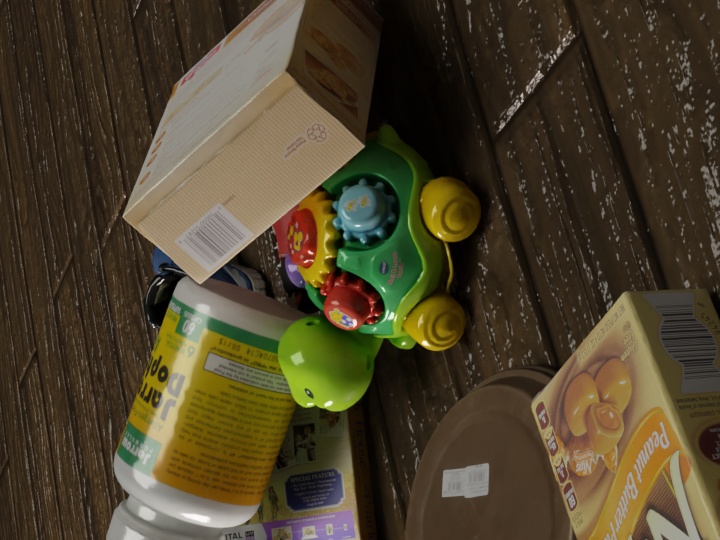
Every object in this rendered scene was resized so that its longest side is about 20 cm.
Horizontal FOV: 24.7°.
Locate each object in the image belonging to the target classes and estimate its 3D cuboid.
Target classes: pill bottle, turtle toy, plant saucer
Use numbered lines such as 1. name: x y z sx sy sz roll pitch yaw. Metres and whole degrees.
1. pill bottle: -0.111 0.114 1.183 0.113 0.112 0.201 29 100 62
2. turtle toy: 0.000 0.000 1.096 0.146 0.101 0.201 -139 52 -59
3. plant saucer: 0.082 0.153 0.963 0.200 0.029 0.201 -29 56 55

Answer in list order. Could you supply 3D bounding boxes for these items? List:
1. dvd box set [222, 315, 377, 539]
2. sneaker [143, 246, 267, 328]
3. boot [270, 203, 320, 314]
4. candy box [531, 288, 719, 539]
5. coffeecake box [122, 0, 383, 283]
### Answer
1. dvd box set: -0.063 0.143 1.236 0.146 0.029 0.201 -13 77 26
2. sneaker: -0.152 0.009 1.452 0.200 0.089 0.079 -147 60 -62
3. boot: -0.062 -0.044 1.276 0.200 0.072 0.145 16 108 61
4. candy box: 0.157 0.122 0.807 0.116 0.055 0.201 120 141 -50
5. coffeecake box: -0.067 -0.107 1.108 0.153 0.073 0.200 -39 21 24
